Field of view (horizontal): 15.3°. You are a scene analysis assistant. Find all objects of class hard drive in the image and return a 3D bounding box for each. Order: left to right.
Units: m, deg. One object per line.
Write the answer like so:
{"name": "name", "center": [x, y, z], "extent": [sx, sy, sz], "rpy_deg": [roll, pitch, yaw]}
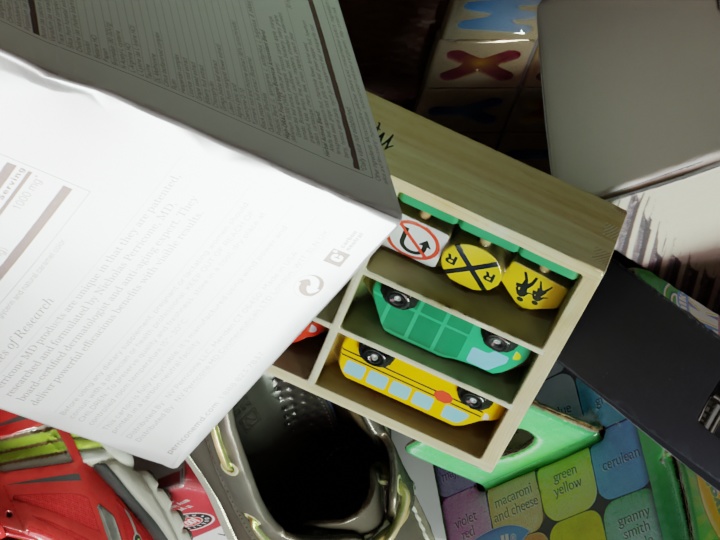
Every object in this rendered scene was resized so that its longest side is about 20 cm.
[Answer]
{"name": "hard drive", "center": [0.104, 0.034, 0.918], "extent": [0.042, 0.200, 0.135], "rpy_deg": [-52, 148, 1]}

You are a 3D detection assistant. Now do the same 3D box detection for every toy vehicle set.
{"name": "toy vehicle set", "center": [-0.028, -0.016, 0.850], "extent": [0.200, 0.027, 0.124], "rpy_deg": [24, 143, 2]}

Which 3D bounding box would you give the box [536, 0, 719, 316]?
{"name": "box", "center": [0.139, -0.031, 0.896], "extent": [0.068, 0.082, 0.200], "rpy_deg": [-18, 151, 30]}

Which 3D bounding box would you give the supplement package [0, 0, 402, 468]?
{"name": "supplement package", "center": [-0.108, -0.048, 0.702], "extent": [0.200, 0.114, 0.110], "rpy_deg": [23, 124, -31]}

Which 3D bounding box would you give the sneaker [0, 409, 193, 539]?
{"name": "sneaker", "center": [-0.140, 0.072, 0.999], "extent": [0.200, 0.085, 0.077], "rpy_deg": [48, 131, -10]}

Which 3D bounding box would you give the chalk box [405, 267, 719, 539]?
{"name": "chalk box", "center": [0.110, 0.080, 1.073], "extent": [0.200, 0.124, 0.124], "rpy_deg": [8, 155, -43]}

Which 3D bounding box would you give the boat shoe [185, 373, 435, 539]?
{"name": "boat shoe", "center": [-0.019, 0.081, 1.022], "extent": [0.060, 0.072, 0.202], "rpy_deg": [28, 159, 48]}

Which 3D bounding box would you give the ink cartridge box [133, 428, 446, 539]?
{"name": "ink cartridge box", "center": [-0.049, 0.091, 1.149], "extent": [0.200, 0.084, 0.144], "rpy_deg": [17, 149, -42]}

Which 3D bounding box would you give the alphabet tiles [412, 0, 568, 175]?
{"name": "alphabet tiles", "center": [0.099, -0.051, 0.949], "extent": [0.167, 0.008, 0.200], "rpy_deg": [-1, 156, -9]}
